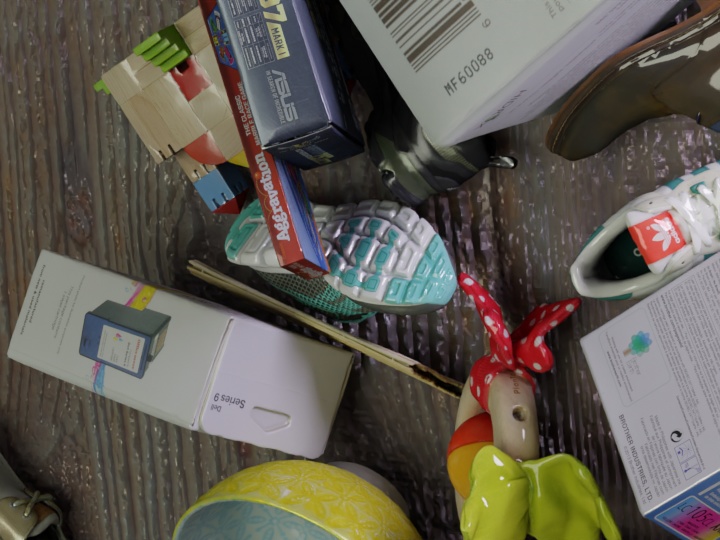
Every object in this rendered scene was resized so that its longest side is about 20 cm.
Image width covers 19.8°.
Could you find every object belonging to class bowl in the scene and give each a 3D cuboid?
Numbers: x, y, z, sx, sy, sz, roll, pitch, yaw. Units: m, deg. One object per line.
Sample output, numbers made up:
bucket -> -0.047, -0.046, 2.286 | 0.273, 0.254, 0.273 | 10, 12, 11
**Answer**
bowl -> -0.022, 0.199, 1.457 | 0.200, 0.108, 0.201 | 19, 137, 19

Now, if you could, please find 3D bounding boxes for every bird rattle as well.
bird rattle -> 0.088, 0.111, 1.369 | 0.163, 0.112, 0.201 | 117, 144, -56

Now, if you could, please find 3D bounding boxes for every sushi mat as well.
sushi mat -> -0.025, 0.041, 1.454 | 0.200, 0.096, 0.012 | 24, 87, 28

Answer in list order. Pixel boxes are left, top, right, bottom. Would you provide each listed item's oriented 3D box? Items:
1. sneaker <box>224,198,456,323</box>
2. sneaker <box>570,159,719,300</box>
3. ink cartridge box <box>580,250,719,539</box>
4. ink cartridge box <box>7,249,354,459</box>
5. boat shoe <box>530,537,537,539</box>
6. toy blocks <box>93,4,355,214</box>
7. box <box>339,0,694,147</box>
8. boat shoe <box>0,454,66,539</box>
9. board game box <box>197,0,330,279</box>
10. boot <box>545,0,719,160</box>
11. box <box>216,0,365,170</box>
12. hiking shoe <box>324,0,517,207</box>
sneaker -> 0.000, 0.000, 1.422 | 0.200, 0.091, 0.078 | 17, 67, 46
sneaker -> 0.215, -0.028, 1.264 | 0.199, 0.093, 0.071 | -27, 86, 36
ink cartridge box -> 0.246, 0.056, 1.228 | 0.200, 0.076, 0.137 | -36, 50, 25
ink cartridge box -> -0.128, 0.060, 1.469 | 0.200, 0.145, 0.088 | 20, 90, 39
boat shoe -> 0.139, 0.212, 1.400 | 0.200, 0.072, 0.068 | -3, 67, 43
toy blocks -> -0.084, -0.123, 1.459 | 0.200, 0.100, 0.137 | -31, 95, 30
box -> 0.099, -0.218, 1.250 | 0.200, 0.171, 0.199 | -39, 79, 34
boat shoe -> -0.276, 0.208, 1.676 | 0.068, 0.075, 0.200 | -27, 93, 28
board game box -> -0.064, -0.095, 1.331 | 0.019, 0.103, 0.201 | -18, 82, 8
boot -> 0.205, -0.104, 1.265 | 0.200, 0.075, 0.097 | -40, 75, 33
box -> -0.055, -0.169, 1.301 | 0.051, 0.158, 0.201 | -18, 85, 8
hiking shoe -> 0.042, -0.149, 1.380 | 0.100, 0.076, 0.201 | -18, 87, 15
